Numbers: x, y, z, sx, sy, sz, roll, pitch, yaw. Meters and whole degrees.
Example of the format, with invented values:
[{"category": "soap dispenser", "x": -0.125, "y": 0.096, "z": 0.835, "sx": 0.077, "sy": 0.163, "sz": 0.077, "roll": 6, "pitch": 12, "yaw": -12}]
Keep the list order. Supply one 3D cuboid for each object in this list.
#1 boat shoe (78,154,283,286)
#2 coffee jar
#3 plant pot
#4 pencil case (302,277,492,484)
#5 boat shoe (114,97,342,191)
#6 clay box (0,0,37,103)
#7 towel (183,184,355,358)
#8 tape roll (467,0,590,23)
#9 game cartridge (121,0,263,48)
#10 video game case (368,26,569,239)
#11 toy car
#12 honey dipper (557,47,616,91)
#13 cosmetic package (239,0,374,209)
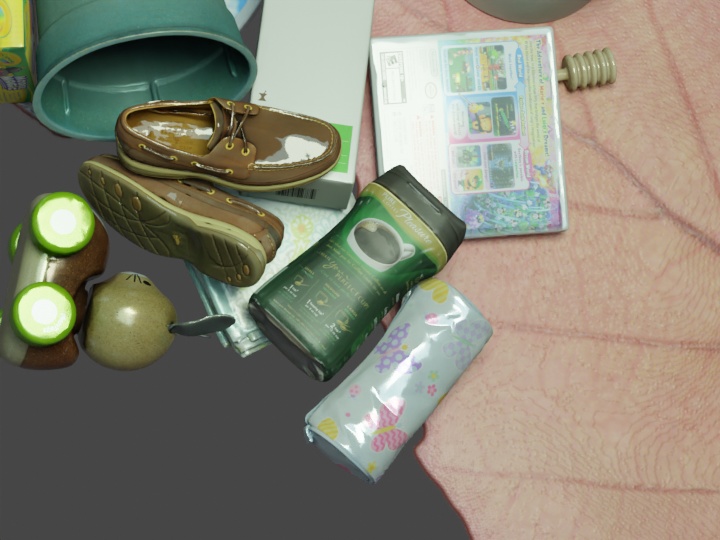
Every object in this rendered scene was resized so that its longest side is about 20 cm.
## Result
[{"category": "boat shoe", "x": -0.161, "y": -0.054, "z": 1.622, "sx": 0.200, "sy": 0.072, "sz": 0.068, "roll": 25, "pitch": 49, "yaw": 16}, {"category": "coffee jar", "x": 0.000, "y": 0.000, "z": 1.636, "sx": 0.104, "sy": 0.085, "sz": 0.200, "roll": 44, "pitch": 74, "yaw": 10}, {"category": "plant pot", "x": -0.208, "y": -0.246, "z": 1.608, "sx": 0.200, "sy": 0.200, "sz": 0.196, "roll": -9, "pitch": 69, "yaw": -11}, {"category": "pencil case", "x": 0.035, "y": 0.100, "z": 1.669, "sx": 0.091, "sy": 0.083, "sz": 0.200, "roll": 42, "pitch": 76, "yaw": -16}, {"category": "boat shoe", "x": -0.116, "y": -0.114, "z": 1.564, "sx": 0.200, "sy": 0.068, "sz": 0.072, "roll": 3, "pitch": 73, "yaw": 0}, {"category": "clay box", "x": -0.319, "y": -0.231, "z": 1.610, "sx": 0.048, "sy": 0.200, "sz": 0.115, "roll": -3, "pitch": 81, "yaw": -7}, {"category": "towel", "x": -0.085, "y": -0.037, "z": 1.696, "sx": 0.171, "sy": 0.048, "sz": 0.200, "roll": -23, "pitch": 84, "yaw": -16}, {"category": "tape roll", "x": 0.176, "y": -0.357, "z": 1.749, "sx": 0.202, "sy": 0.139, "sz": 0.203, "roll": 2, "pitch": 79, "yaw": -9}, {"category": "game cartridge", "x": -0.177, "y": -0.259, "z": 1.726, "sx": 0.133, "sy": 0.040, "sz": 0.200, "roll": 43, "pitch": 76, "yaw": -4}, {"category": "video game case", "x": 0.104, "y": -0.130, "z": 1.735, "sx": 0.182, "sy": 0.024, "sz": 0.200, "roll": -4, "pitch": 89, "yaw": -6}, {"category": "toy car", "x": -0.216, "y": 0.026, "z": 1.610, "sx": 0.200, "sy": 0.164, "sz": 0.158, "roll": 14, "pitch": 78, "yaw": -17}, {"category": "honey dipper", "x": 0.152, "y": -0.185, "z": 1.767, "sx": 0.200, "sy": 0.038, "sz": 0.038, "roll": -11, "pitch": 82, "yaw": -9}, {"category": "cosmetic package", "x": -0.049, "y": -0.167, "z": 1.664, "sx": 0.107, "sy": 0.085, "sz": 0.200, "roll": 6, "pitch": 74, "yaw": -3}]
